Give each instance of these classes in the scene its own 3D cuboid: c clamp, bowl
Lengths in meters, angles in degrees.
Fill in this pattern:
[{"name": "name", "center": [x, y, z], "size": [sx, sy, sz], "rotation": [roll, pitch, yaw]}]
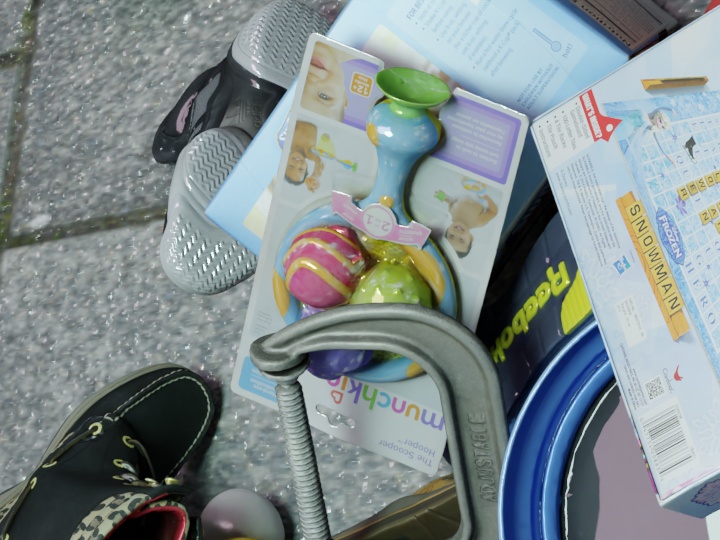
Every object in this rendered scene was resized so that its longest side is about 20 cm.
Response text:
[{"name": "c clamp", "center": [-0.005, 0.097, 1.376], "size": [0.170, 0.027, 0.200], "rotation": [7, 125, 16]}, {"name": "bowl", "center": [0.159, 0.107, 1.300], "size": [0.200, 0.039, 0.201], "rotation": [-5, 81, 30]}]

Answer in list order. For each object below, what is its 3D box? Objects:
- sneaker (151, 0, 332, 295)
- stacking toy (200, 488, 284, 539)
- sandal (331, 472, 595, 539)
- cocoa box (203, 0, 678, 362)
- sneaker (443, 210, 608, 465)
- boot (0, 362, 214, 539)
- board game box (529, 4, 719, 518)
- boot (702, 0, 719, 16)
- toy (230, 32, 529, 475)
[{"name": "sneaker", "center": [-0.076, -0.053, 1.611], "size": [0.114, 0.075, 0.200], "rotation": [-39, 24, 51]}, {"name": "stacking toy", "center": [-0.062, 0.189, 1.518], "size": [0.146, 0.146, 0.200], "rotation": [-44, 32, 30]}, {"name": "sandal", "center": [0.057, 0.134, 1.435], "size": [0.200, 0.082, 0.055], "rotation": [-24, 21, 43]}, {"name": "cocoa box", "center": [0.041, -0.076, 1.430], "size": [0.133, 0.131, 0.200], "rotation": [38, 110, 5]}, {"name": "sneaker", "center": [0.102, 0.039, 1.408], "size": [0.200, 0.082, 0.074], "rotation": [-47, 47, 48]}, {"name": "boot", "center": [-0.122, 0.124, 1.560], "size": [0.204, 0.074, 0.154], "rotation": [-41, 22, -31]}, {"name": "board game box", "center": [0.188, -0.025, 1.244], "size": [0.199, 0.041, 0.200], "rotation": [-31, 61, 27]}, {"name": "boot", "center": [0.224, -0.095, 1.320], "size": [0.200, 0.072, 0.145], "rotation": [32, 97, 49]}, {"name": "toy", "center": [0.000, 0.000, 1.360], "size": [0.115, 0.047, 0.200], "rotation": [22, 116, 16]}]
